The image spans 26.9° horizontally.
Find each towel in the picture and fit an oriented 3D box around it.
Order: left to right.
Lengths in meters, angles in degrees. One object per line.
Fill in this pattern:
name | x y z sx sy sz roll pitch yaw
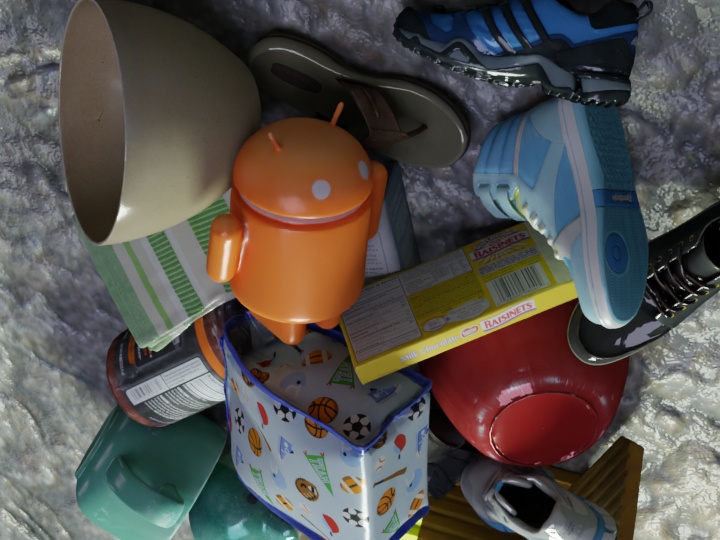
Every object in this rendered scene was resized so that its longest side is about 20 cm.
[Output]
towel | -0.163 -0.029 1.367 0.200 0.023 0.153 -31 85 33

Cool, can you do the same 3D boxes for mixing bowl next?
mixing bowl | 0.154 0.103 1.338 0.200 0.109 0.200 -2 132 -3

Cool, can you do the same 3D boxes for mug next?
mug | -0.219 0.197 1.539 0.114 0.152 0.185 31 151 -7

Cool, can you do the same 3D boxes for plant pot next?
plant pot | -0.160 -0.124 1.243 0.134 0.200 0.200 -4 139 -25

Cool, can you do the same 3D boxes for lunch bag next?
lunch bag | -0.039 0.139 1.337 0.200 0.124 0.170 24 134 30

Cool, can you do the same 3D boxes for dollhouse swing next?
dollhouse swing | 0.154 0.242 1.433 0.181 0.200 0.176 16 134 4

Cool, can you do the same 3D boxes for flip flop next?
flip flop | -0.006 -0.134 1.252 0.200 0.058 0.081 25 133 -4

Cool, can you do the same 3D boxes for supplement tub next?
supplement tub | -0.144 0.073 1.447 0.200 0.107 0.107 -26 119 33

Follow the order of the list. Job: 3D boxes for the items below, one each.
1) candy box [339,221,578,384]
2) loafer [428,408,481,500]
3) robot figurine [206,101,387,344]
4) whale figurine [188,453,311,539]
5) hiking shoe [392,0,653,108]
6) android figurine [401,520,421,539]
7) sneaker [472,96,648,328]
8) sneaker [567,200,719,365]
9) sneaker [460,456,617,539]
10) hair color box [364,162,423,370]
candy box | 0.080 0.023 1.281 0.200 0.102 0.026 -22 124 2
loafer | 0.067 0.153 1.441 0.072 0.073 0.200 -36 153 -3
robot figurine | -0.050 -0.037 1.219 0.144 0.117 0.200 3 125 -3
whale figurine | -0.102 0.289 1.578 0.200 0.104 0.159 52 156 0
hiking shoe | 0.123 -0.186 1.168 0.200 0.074 0.087 17 95 20
android figurine | 0.020 0.302 1.639 0.200 0.041 0.182 15 133 4
sneaker | 0.156 -0.042 1.219 0.130 0.200 0.079 -17 162 38
sneaker | 0.247 0.007 1.216 0.200 0.106 0.075 -40 85 10
sneaker | 0.144 0.203 1.365 0.087 0.075 0.200 34 171 -31
hair color box | 0.000 0.000 1.366 0.099 0.061 0.200 -1 129 17
